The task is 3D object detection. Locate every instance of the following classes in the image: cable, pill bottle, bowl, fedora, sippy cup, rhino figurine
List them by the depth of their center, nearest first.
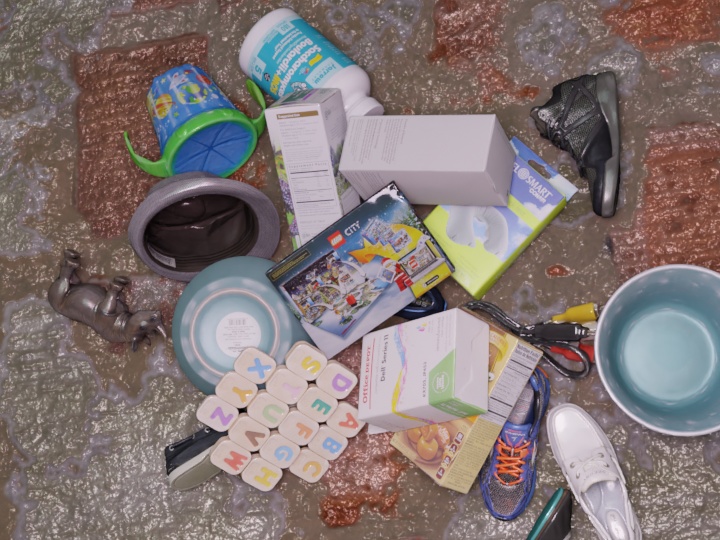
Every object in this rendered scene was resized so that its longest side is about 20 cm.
[{"bbox_3d":[0.378,0.099,1.345,0.200,0.105,0.201,-1,82,5],"label":"bowl"},{"bbox_3d":[0.228,0.086,1.436,0.199,0.050,0.097,3,94,24],"label":"cable"},{"bbox_3d":[-0.157,0.080,1.448,0.200,0.105,0.202,0,88,3],"label":"bowl"},{"bbox_3d":[-0.214,-0.072,1.504,0.199,0.177,0.090,-12,43,-7],"label":"fedora"},{"bbox_3d":[-0.063,-0.258,1.515,0.200,0.111,0.111,42,89,16],"label":"pill bottle"},{"bbox_3d":[-0.229,-0.207,1.535,0.140,0.178,0.130,-53,58,35],"label":"sippy cup"},{"bbox_3d":[-0.347,0.051,1.535,0.200,0.060,0.088,27,104,14],"label":"rhino figurine"}]

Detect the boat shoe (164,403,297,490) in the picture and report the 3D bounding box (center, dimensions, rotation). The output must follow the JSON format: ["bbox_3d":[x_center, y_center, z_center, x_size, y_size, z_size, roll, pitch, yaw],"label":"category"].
[{"bbox_3d":[-0.172,0.212,1.465,0.199,0.075,0.066,-34,56,4],"label":"boat shoe"}]

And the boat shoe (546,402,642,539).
[{"bbox_3d":[0.289,0.253,1.363,0.071,0.069,0.200,-28,75,5],"label":"boat shoe"}]

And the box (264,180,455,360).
[{"bbox_3d":[0.000,0.000,1.402,0.200,0.038,0.137,-35,95,8],"label":"box"}]

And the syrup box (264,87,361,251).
[{"bbox_3d":[-0.057,-0.130,1.450,0.081,0.079,0.201,-4,112,21],"label":"syrup box"}]

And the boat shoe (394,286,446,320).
[{"bbox_3d":[0.017,0.011,1.467,0.199,0.069,0.084,11,81,13],"label":"boat shoe"}]

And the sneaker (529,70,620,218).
[{"bbox_3d":[0.282,-0.160,1.447,0.114,0.076,0.200,-5,75,12],"label":"sneaker"}]

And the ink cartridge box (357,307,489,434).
[{"bbox_3d":[0.062,0.129,1.376,0.200,0.067,0.117,-20,57,42],"label":"ink cartridge box"}]

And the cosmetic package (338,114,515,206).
[{"bbox_3d":[0.086,-0.139,1.426,0.199,0.108,0.085,2,68,23],"label":"cosmetic package"}]

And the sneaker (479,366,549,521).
[{"bbox_3d":[0.189,0.211,1.388,0.075,0.078,0.201,7,80,13],"label":"sneaker"}]

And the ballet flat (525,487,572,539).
[{"bbox_3d":[0.213,0.360,1.365,0.068,0.068,0.200,37,98,6],"label":"ballet flat"}]

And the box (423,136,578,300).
[{"bbox_3d":[0.176,-0.074,1.464,0.122,0.048,0.200,43,90,15],"label":"box"}]

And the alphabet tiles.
[{"bbox_3d":[-0.098,0.187,1.413,0.195,0.015,0.200,34,100,-23],"label":"alphabet tiles"}]

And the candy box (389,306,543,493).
[{"bbox_3d":[0.129,0.159,1.382,0.115,0.055,0.200,31,95,51],"label":"candy box"}]
